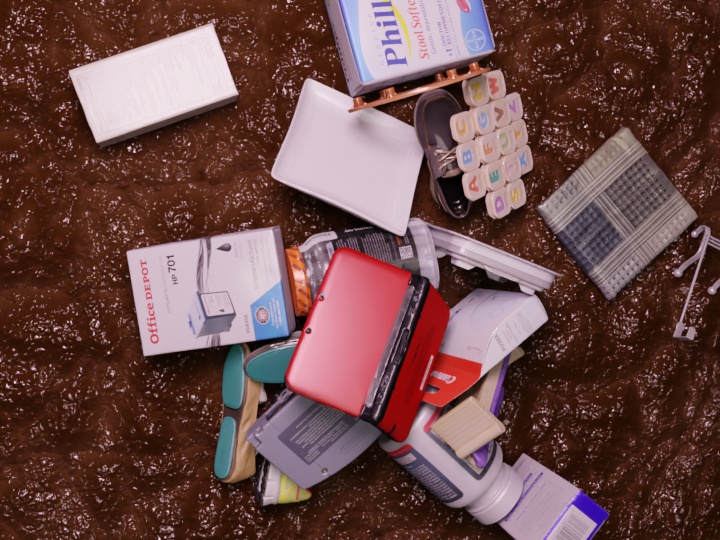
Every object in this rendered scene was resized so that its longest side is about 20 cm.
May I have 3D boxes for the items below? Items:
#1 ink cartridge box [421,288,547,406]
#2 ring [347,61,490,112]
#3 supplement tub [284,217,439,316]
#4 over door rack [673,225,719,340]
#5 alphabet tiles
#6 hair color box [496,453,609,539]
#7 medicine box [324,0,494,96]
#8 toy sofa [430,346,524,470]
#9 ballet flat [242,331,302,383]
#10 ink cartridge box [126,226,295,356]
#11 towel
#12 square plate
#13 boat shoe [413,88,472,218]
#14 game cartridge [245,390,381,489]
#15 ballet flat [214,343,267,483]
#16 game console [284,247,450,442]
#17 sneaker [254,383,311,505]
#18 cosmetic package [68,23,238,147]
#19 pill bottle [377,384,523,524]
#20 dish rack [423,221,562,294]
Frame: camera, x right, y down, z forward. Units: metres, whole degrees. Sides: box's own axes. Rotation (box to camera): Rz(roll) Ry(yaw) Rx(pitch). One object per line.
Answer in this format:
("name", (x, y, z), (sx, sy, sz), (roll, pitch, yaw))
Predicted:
("ink cartridge box", (0.141, 0.101, 1.216), (0.200, 0.160, 0.047), (-36, 105, -17))
("ring", (0.077, -0.250, 1.181), (0.200, 0.200, 0.019), (-20, 101, -10))
("supplement tub", (0.000, 0.000, 1.218), (0.199, 0.122, 0.123), (-10, 94, -11))
("over door rack", (0.559, 0.048, 1.350), (0.147, 0.067, 0.200), (24, 67, -11))
("alphabet tiles", (0.193, -0.180, 1.237), (0.195, 0.015, 0.201), (-27, 108, -47))
("hair color box", (0.258, 0.344, 1.244), (0.065, 0.200, 0.109), (40, 85, -12))
("medicine box", (0.061, -0.362, 1.223), (0.199, 0.103, 0.183), (-17, 96, -11))
("toy sofa", (0.177, 0.175, 1.218), (0.098, 0.200, 0.083), (44, 122, -7))
("ballet flat", (-0.063, 0.107, 1.202), (0.199, 0.064, 0.068), (-13, 119, 1))
("ink cartridge box", (-0.199, 0.028, 1.177), (0.199, 0.086, 0.147), (-9, 95, 2))
("towel", (0.395, -0.089, 1.343), (0.200, 0.035, 0.193), (-41, 96, -5))
("square plate", (-0.012, -0.157, 1.215), (0.198, 0.028, 0.200), (23, 53, -11))
("boat shoe", (0.128, -0.159, 1.217), (0.074, 0.073, 0.200), (-22, 130, -1))
("game cartridge", (-0.040, 0.197, 1.176), (0.200, 0.042, 0.133), (-42, 117, 3))
("ballet flat", (-0.165, 0.199, 1.234), (0.063, 0.069, 0.201), (6, 94, -39))
("game console", (0.016, 0.099, 1.135), (0.118, 0.172, 0.200), (13, 71, 28))
("sneaker", (-0.088, 0.238, 1.242), (0.090, 0.078, 0.201), (12, 96, -20))
("cosmetic package", (-0.277, -0.248, 1.177), (0.199, 0.073, 0.104), (-20, 96, -10))
("pill bottle", (0.134, 0.269, 1.258), (0.200, 0.120, 0.120), (44, 84, -10))
("dish rack", (0.172, -0.015, 1.212), (0.171, 0.200, 0.044), (22, 93, -11))
